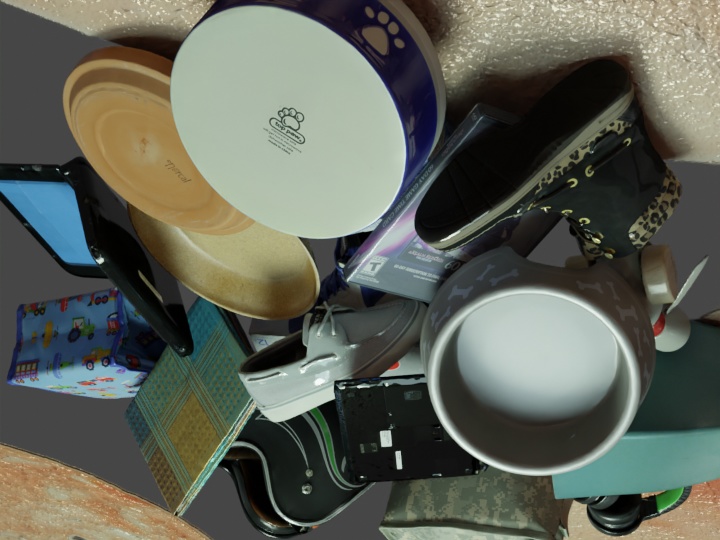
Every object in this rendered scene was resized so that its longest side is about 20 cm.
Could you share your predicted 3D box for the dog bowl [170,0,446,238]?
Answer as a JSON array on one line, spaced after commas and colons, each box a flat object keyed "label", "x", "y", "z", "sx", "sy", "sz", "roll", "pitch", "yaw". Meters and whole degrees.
[{"label": "dog bowl", "x": -0.040, "y": -0.127, "z": 1.224, "sx": 0.198, "sy": 0.079, "sz": 0.202, "roll": 15, "pitch": 130, "yaw": 18}]

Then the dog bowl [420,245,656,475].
[{"label": "dog bowl", "x": 0.144, "y": 0.080, "z": 1.352, "sx": 0.198, "sy": 0.059, "sz": 0.202, "roll": 4, "pitch": 114, "yaw": 8}]

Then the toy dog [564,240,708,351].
[{"label": "toy dog", "x": 0.240, "y": 0.003, "z": 1.432, "sx": 0.130, "sy": 0.097, "sz": 0.200, "roll": 1, "pitch": 163, "yaw": 4}]

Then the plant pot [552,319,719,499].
[{"label": "plant pot", "x": 0.282, "y": 0.126, "z": 1.564, "sx": 0.197, "sy": 0.143, "sz": 0.142, "roll": -1, "pitch": 149, "yaw": 9}]

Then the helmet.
[{"label": "helmet", "x": -0.079, "y": 0.173, "z": 1.717, "sx": 0.192, "sy": 0.199, "sz": 0.200, "roll": 54, "pitch": 145, "yaw": 4}]

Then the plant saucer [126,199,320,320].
[{"label": "plant saucer", "x": -0.120, "y": -0.033, "z": 1.503, "sx": 0.198, "sy": 0.036, "sz": 0.201, "roll": 20, "pitch": 147, "yaw": 14}]

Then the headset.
[{"label": "headset", "x": 0.272, "y": 0.236, "z": 1.840, "sx": 0.198, "sy": 0.095, "sz": 0.124, "roll": -20, "pitch": 136, "yaw": 20}]

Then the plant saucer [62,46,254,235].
[{"label": "plant saucer", "x": -0.167, "y": -0.102, "z": 1.382, "sx": 0.199, "sy": 0.032, "sz": 0.201, "roll": 22, "pitch": 147, "yaw": 15}]

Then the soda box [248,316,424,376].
[{"label": "soda box", "x": -0.006, "y": 0.061, "z": 1.626, "sx": 0.198, "sy": 0.064, "sz": 0.069, "roll": 3, "pitch": 147, "yaw": 16}]

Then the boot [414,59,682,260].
[{"label": "boot", "x": 0.153, "y": -0.056, "z": 1.280, "sx": 0.200, "sy": 0.073, "sz": 0.151, "roll": -40, "pitch": 134, "yaw": 5}]

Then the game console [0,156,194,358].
[{"label": "game console", "x": -0.262, "y": -0.008, "z": 1.561, "sx": 0.115, "sy": 0.177, "sz": 0.200, "roll": -26, "pitch": 142, "yaw": 7}]

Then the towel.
[{"label": "towel", "x": -0.166, "y": 0.130, "z": 1.648, "sx": 0.022, "sy": 0.147, "sz": 0.201, "roll": 5, "pitch": 131, "yaw": -41}]

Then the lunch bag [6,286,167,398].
[{"label": "lunch bag", "x": -0.260, "y": 0.103, "z": 1.788, "sx": 0.149, "sy": 0.095, "sz": 0.200, "roll": -10, "pitch": 153, "yaw": 30}]

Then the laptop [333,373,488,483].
[{"label": "laptop", "x": 0.079, "y": 0.104, "z": 1.503, "sx": 0.197, "sy": 0.104, "sz": 0.178, "roll": -4, "pitch": 143, "yaw": 3}]

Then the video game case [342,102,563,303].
[{"label": "video game case", "x": 0.095, "y": -0.045, "z": 1.344, "sx": 0.142, "sy": 0.019, "sz": 0.200, "roll": 14, "pitch": 132, "yaw": -34}]

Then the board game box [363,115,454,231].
[{"label": "board game box", "x": 0.014, "y": -0.078, "z": 1.381, "sx": 0.198, "sy": 0.062, "sz": 0.200, "roll": -12, "pitch": 142, "yaw": 36}]

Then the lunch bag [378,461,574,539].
[{"label": "lunch bag", "x": 0.142, "y": 0.233, "z": 1.764, "sx": 0.198, "sy": 0.165, "sz": 0.118, "roll": -3, "pitch": 142, "yaw": 27}]

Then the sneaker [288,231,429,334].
[{"label": "sneaker", "x": 0.001, "y": 0.000, "z": 1.516, "sx": 0.198, "sy": 0.081, "sz": 0.115, "roll": -21, "pitch": 134, "yaw": 34}]

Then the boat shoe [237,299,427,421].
[{"label": "boat shoe", "x": -0.029, "y": 0.070, "z": 1.486, "sx": 0.200, "sy": 0.070, "sz": 0.072, "roll": -30, "pitch": 115, "yaw": 27}]
